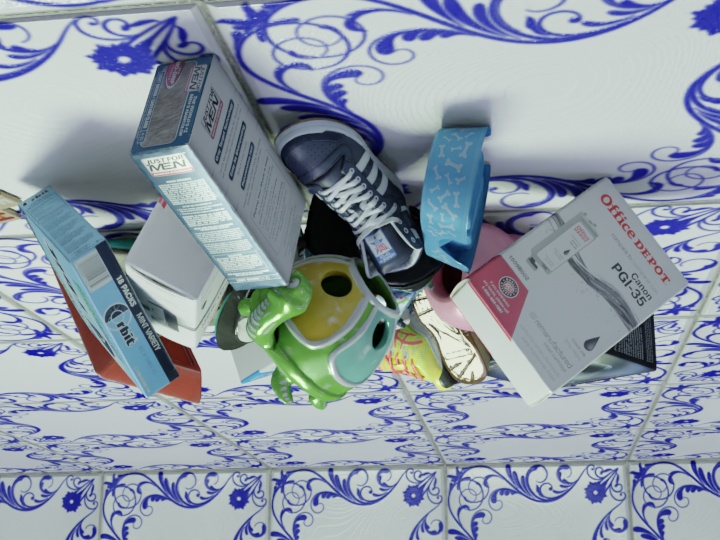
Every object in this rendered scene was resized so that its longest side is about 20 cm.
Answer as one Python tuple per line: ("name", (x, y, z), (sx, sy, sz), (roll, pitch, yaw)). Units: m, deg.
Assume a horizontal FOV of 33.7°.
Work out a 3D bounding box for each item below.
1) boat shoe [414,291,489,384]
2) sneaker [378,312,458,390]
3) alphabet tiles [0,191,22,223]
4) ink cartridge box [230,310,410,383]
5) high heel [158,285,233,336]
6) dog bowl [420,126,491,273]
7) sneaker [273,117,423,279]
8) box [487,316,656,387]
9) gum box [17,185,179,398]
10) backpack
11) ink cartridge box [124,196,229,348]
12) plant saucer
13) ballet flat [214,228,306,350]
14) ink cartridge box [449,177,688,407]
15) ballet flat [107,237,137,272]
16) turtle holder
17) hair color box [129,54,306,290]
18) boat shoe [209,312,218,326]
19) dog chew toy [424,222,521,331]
("boat shoe", (0.115, 0.048, 1.504), (0.070, 0.065, 0.202), (-7, 121, 26))
("sneaker", (0.066, 0.116, 1.609), (0.090, 0.200, 0.079), (-35, 120, -4))
("alphabet tiles", (-0.475, -0.080, 1.292), (0.165, 0.008, 0.199), (-10, 160, 27))
("ink cartridge box", (-0.058, 0.069, 1.534), (0.198, 0.087, 0.146), (-17, 171, -29))
("high heel", (-0.184, 0.031, 1.390), (0.197, 0.072, 0.143), (-9, 157, -13))
("dog bowl", (0.093, -0.071, 1.161), (0.049, 0.113, 0.200), (12, 165, 9))
("sneaker", (-0.004, -0.064, 1.136), (0.070, 0.110, 0.199), (-29, 148, 20))
("box", (0.263, 0.080, 1.612), (0.197, 0.125, 0.198), (18, 155, -42))
("gum box", (-0.272, 0.018, 1.223), (0.044, 0.172, 0.200), (-32, -148, -16))
("backpack", (0.000, 0.000, 1.343), (0.161, 0.156, 0.200), (18, 175, -6))
("ink cartridge box", (-0.172, -0.019, 1.223), (0.084, 0.147, 0.200), (27, 162, -1))
("plant saucer", (-0.285, 0.062, 1.489), (0.037, 0.201, 0.199), (-39, 149, 15))
("ballet flat", (-0.107, 0.026, 1.285), (0.067, 0.068, 0.202), (-15, 138, -41))
("ink cartridge box", (0.216, 0.020, 1.236), (0.199, 0.147, 0.083), (-35, 172, -17))
("ballet flat", (-0.221, -0.007, 1.406), (0.196, 0.064, 0.067), (-2, -170, 5))
("turtle holder", (-0.044, 0.042, 1.185), (0.131, 0.142, 0.185), (-35, 126, 15))
("hair color box", (-0.119, -0.080, 1.041), (0.060, 0.101, 0.201), (-5, 143, 21))
("boat shoe", (-0.155, 0.020, 1.517), (0.071, 0.062, 0.201), (-3, 165, -31))
("dog chew toy", (0.167, 0.010, 1.403), (0.198, 0.127, 0.124), (4, 165, -43))
